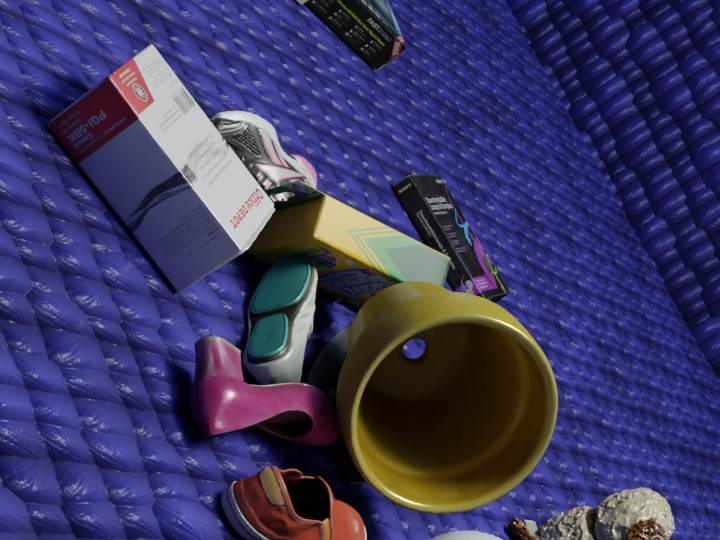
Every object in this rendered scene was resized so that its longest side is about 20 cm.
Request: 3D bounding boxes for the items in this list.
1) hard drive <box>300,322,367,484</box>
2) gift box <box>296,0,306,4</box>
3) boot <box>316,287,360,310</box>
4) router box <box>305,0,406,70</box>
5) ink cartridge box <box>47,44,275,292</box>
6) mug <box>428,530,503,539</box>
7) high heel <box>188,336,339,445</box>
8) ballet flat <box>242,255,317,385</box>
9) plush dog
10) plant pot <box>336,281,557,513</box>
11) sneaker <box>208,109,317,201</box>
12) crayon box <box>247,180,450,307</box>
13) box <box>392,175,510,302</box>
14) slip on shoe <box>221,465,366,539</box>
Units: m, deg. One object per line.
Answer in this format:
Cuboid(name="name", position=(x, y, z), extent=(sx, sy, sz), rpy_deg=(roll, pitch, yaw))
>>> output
Cuboid(name="hard drive", position=(-0.006, 0.136, 1.797), extent=(0.135, 0.042, 0.200), rpy_deg=(55, 19, -5))
Cuboid(name="gift box", position=(-0.081, -0.528, 2.507), extent=(0.184, 0.187, 0.200), rpy_deg=(35, 29, -50))
Cuboid(name="boot", position=(0.000, 0.000, 2.011), extent=(0.200, 0.074, 0.076), rpy_deg=(21, 33, -56))
Cuboid(name="router box", position=(-0.023, -0.413, 2.660), extent=(0.200, 0.062, 0.150), rpy_deg=(38, 24, -44))
Cuboid(name="ink cartridge box", position=(-0.183, -0.097, 1.669), extent=(0.200, 0.083, 0.147), rpy_deg=(53, 19, -9))
Cuboid(name="mug", position=(0.067, 0.291, 1.524), extent=(0.175, 0.200, 0.148), rpy_deg=(75, 30, -67))
Cuboid(name="high heel", position=(-0.080, 0.138, 1.577), extent=(0.200, 0.067, 0.096), rpy_deg=(44, 33, -48))
Cuboid(name="ballet flat", position=(-0.075, 0.060, 1.736), extent=(0.069, 0.069, 0.200), rpy_deg=(50, 23, -20))
Cuboid(name="plush dog", position=(0.280, 0.309, 2.033), extent=(0.161, 0.172, 0.200), rpy_deg=(53, 19, -9))
Cuboid(name="plant pot", position=(0.068, 0.102, 1.698), extent=(0.201, 0.201, 0.189), rpy_deg=(49, 5, -21))
Cuboid(name="sneaker", position=(-0.107, -0.098, 1.889), extent=(0.200, 0.080, 0.087), rpy_deg=(29, 43, -45))
Cuboid(name="crayon box", position=(-0.025, -0.021, 1.835), extent=(0.200, 0.126, 0.052), rpy_deg=(27, 69, -30))
Cuboid(name="box", position=(0.128, -0.042, 2.464), extent=(0.200, 0.036, 0.143), rpy_deg=(58, 18, 8))
Cuboid(name="slip on shoe", position=(-0.044, 0.211, 1.544), extent=(0.200, 0.061, 0.074), rpy_deg=(31, 29, -56))
